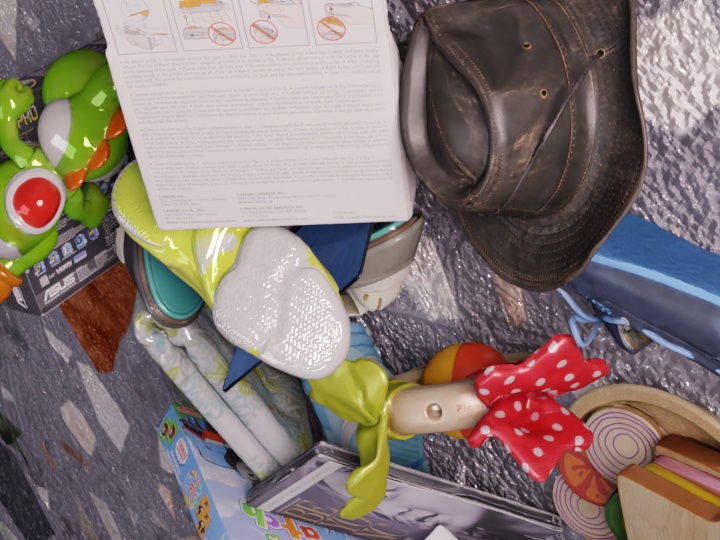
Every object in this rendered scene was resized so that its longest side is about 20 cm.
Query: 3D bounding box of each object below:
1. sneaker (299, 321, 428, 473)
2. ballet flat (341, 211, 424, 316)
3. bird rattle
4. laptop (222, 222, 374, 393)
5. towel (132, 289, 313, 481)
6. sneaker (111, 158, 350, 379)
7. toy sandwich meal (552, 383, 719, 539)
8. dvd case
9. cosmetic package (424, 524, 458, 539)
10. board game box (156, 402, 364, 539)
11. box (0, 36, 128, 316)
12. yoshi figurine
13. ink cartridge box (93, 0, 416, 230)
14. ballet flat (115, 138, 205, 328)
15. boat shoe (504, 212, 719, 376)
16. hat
[{"bbox_3d":[-0.006,0.113,0.988,0.131,0.079,0.201,57,159,29],"label":"sneaker"},{"bbox_3d":[0.000,0.000,0.893,0.064,0.067,0.199,62,153,-8],"label":"ballet flat"},{"bbox_3d":[0.065,0.074,0.788,0.197,0.163,0.114,-20,91,24],"label":"bird rattle"},{"bbox_3d":[-0.070,-0.057,0.864,0.201,0.115,0.187,56,135,5],"label":"laptop"},{"bbox_3d":[-0.108,0.063,0.985,0.201,0.048,0.172,53,-171,-26],"label":"towel"},{"bbox_3d":[-0.073,0.001,0.805,0.200,0.076,0.105,43,178,21],"label":"sneaker"},{"bbox_3d":[0.190,0.165,0.767,0.204,0.070,0.208,32,138,34],"label":"toy sandwich meal"},{"bbox_3d":[0.029,0.180,0.922,0.197,0.016,0.149,20,150,-18],"label":"dvd case"},{"bbox_3d":[0.034,0.333,0.942,0.123,0.199,0.201,42,161,21],"label":"cosmetic package"},{"bbox_3d":[-0.076,0.193,1.018,0.037,0.150,0.200,-59,31,13],"label":"board game box"},{"bbox_3d":[-0.222,-0.084,0.989,0.049,0.200,0.163,8,124,36],"label":"box"},{"bbox_3d":[-0.224,-0.079,0.873,0.200,0.112,0.112,-42,78,14],"label":"yoshi figurine"},{"bbox_3d":[-0.055,-0.111,0.682,0.158,0.051,0.202,-1,132,8],"label":"ink cartridge box"},{"bbox_3d":[-0.146,-0.045,0.906,0.073,0.072,0.203,137,135,-56],"label":"ballet flat"},{"bbox_3d":[0.155,0.020,0.685,0.199,0.083,0.070,31,127,39],"label":"boat shoe"},{"bbox_3d":[0.066,-0.090,0.659,0.200,0.080,0.205,4,94,63],"label":"hat"}]
